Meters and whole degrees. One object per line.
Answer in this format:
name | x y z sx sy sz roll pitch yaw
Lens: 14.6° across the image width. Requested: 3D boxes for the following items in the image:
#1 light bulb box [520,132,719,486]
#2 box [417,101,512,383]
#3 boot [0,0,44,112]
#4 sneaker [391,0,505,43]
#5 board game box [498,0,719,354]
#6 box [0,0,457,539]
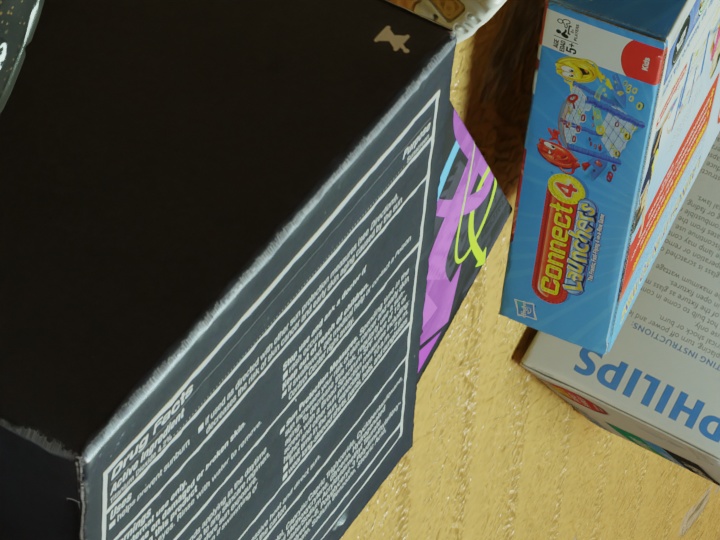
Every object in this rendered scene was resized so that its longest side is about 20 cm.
light bulb box | 0.202 0.006 1.535 0.200 0.125 0.198 -62 161 -3
box | 0.000 0.000 1.148 0.143 0.036 0.200 -61 160 -7
boot | -0.115 -0.113 0.674 0.131 0.068 0.200 -2 117 -62
sneaker | 0.063 -0.174 1.019 0.088 0.076 0.200 -20 134 -62
board game box | 0.132 -0.100 1.275 0.196 0.056 0.200 96 19 -47
box | -0.074 0.029 0.864 0.200 0.123 0.199 -50 158 -37
